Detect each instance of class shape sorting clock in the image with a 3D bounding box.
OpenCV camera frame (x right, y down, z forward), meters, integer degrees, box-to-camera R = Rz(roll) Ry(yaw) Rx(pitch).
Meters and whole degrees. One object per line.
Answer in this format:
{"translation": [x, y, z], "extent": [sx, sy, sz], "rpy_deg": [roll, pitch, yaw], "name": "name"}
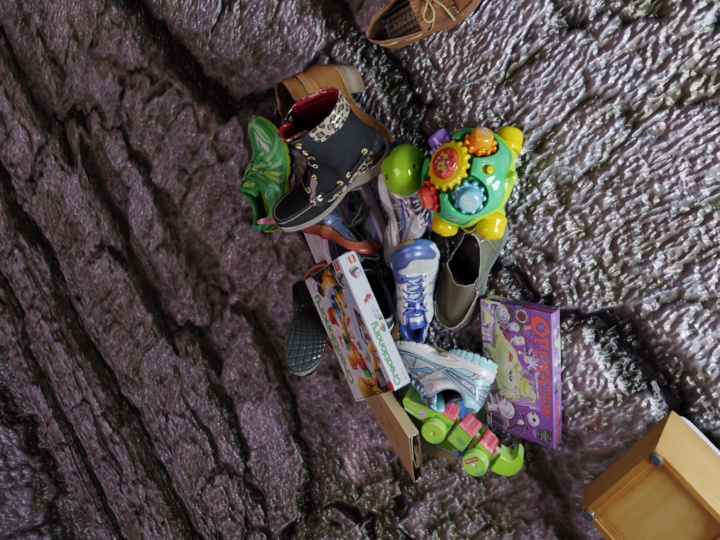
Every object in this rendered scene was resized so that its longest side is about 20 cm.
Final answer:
{"translation": [0.118, 0.209, 1.211], "extent": [0.197, 0.039, 0.205], "rpy_deg": [21, 123, 35], "name": "shape sorting clock"}

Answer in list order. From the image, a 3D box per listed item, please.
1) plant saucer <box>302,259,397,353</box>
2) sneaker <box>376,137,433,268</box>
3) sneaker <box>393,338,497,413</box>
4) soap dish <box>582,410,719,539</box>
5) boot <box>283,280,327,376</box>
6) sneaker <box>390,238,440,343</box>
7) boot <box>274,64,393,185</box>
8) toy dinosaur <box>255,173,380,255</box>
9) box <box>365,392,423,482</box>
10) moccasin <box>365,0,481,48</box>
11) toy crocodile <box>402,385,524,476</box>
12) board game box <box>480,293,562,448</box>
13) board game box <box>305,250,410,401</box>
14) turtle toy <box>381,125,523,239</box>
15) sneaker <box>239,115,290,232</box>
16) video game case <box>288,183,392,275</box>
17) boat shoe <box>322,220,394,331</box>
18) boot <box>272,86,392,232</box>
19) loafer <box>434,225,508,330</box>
{"translation": [-0.017, 0.071, 1.275], "extent": [0.197, 0.032, 0.204], "rpy_deg": [27, 136, 29], "name": "plant saucer"}
{"translation": [0.080, -0.094, 1.110], "extent": [0.083, 0.077, 0.205], "rpy_deg": [11, 122, 31], "name": "sneaker"}
{"translation": [0.099, 0.156, 1.106], "extent": [0.196, 0.077, 0.088], "rpy_deg": [3, 67, 40], "name": "sneaker"}
{"translation": [0.381, 0.295, 0.946], "extent": [0.158, 0.080, 0.202], "rpy_deg": [47, 135, 21], "name": "soap dish"}
{"translation": [-0.085, 0.125, 1.235], "extent": [0.066, 0.203, 0.133], "rpy_deg": [1, 128, -1], "name": "boot"}
{"translation": [0.083, 0.034, 1.095], "extent": [0.202, 0.073, 0.090], "rpy_deg": [81, -178, -58], "name": "sneaker"}
{"translation": [-0.034, -0.203, 1.108], "extent": [0.076, 0.153, 0.205], "rpy_deg": [-14, 97, 46], "name": "boot"}
{"translation": [-0.047, -0.066, 1.161], "extent": [0.200, 0.104, 0.184], "rpy_deg": [-44, 47, 22], "name": "toy dinosaur"}
{"translation": [0.040, 0.225, 1.227], "extent": [0.201, 0.021, 0.165], "rpy_deg": [54, 164, 36], "name": "box"}
{"translation": [0.083, -0.346, 0.982], "extent": [0.198, 0.077, 0.076], "rpy_deg": [-7, 102, 47], "name": "moccasin"}
{"translation": [0.150, 0.236, 1.124], "extent": [0.198, 0.067, 0.063], "rpy_deg": [36, 125, 12], "name": "toy crocodile"}
{"translation": [0.228, 0.142, 1.079], "extent": [0.118, 0.032, 0.206], "rpy_deg": [9, 113, 39], "name": "board game box"}
{"translation": [-0.007, 0.086, 1.120], "extent": [0.126, 0.034, 0.204], "rpy_deg": [-31, 81, 59], "name": "board game box"}
{"translation": [0.116, -0.125, 0.989], "extent": [0.197, 0.100, 0.150], "rpy_deg": [7, 82, 43], "name": "turtle toy"}
{"translation": [-0.166, -0.164, 1.315], "extent": [0.073, 0.083, 0.206], "rpy_deg": [9, 112, 43], "name": "sneaker"}
{"translation": [-0.030, -0.072, 1.259], "extent": [0.180, 0.023, 0.205], "rpy_deg": [-24, 88, 48], "name": "video game case"}
{"translation": [-0.002, 0.001, 1.160], "extent": [0.069, 0.072, 0.203], "rpy_deg": [103, 150, -63], "name": "boat shoe"}
{"translation": [-0.065, -0.147, 1.024], "extent": [0.197, 0.150, 0.074], "rpy_deg": [-31, 55, 12], "name": "boot"}
{"translation": [0.142, 0.005, 1.077], "extent": [0.075, 0.069, 0.204], "rpy_deg": [37, 130, 28], "name": "loafer"}
